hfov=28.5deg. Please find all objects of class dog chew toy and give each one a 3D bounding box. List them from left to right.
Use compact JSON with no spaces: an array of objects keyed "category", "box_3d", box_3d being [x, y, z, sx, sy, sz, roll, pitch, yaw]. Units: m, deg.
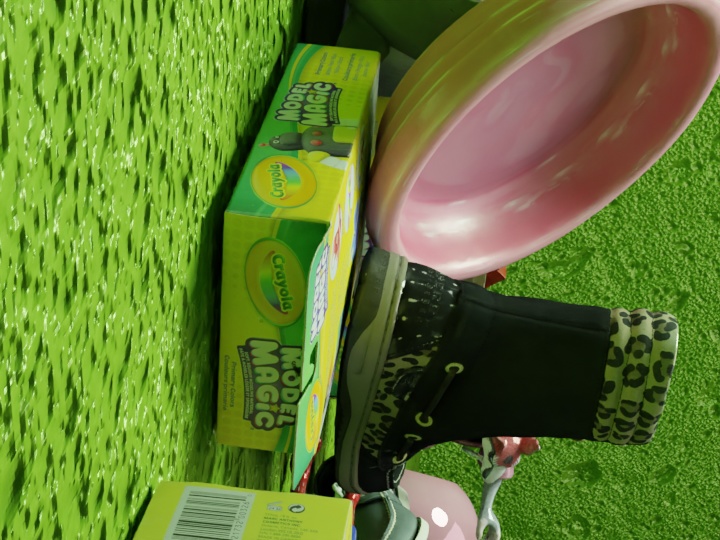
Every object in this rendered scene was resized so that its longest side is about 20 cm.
[{"category":"dog chew toy","box_3d":[0.022,0.261,1.136,0.125,0.124,0.201,70,34,-78]}]

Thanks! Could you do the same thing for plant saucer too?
[{"category":"plant saucer","box_3d":[0.083,-0.076,0.685,0.051,0.200,0.201,56,-14,26]}]

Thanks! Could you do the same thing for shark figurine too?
[{"category":"shark figurine","box_3d":[0.069,-0.127,0.716,0.089,0.213,0.129,171,-66,-74]}]

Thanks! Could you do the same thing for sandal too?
[{"category":"sandal","box_3d":[0.003,-0.183,0.806,0.076,0.043,0.201,87,10,-61]}]

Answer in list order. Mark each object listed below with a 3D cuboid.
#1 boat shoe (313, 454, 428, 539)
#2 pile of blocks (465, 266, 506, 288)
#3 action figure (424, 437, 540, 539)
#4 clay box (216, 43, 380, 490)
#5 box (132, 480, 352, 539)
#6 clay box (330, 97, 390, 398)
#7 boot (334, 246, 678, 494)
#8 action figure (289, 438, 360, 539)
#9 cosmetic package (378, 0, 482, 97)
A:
[{"category":"boat shoe","box_3d":[-0.003,0.166,0.929,0.073,0.062,0.200,-49,-175,3]},{"category":"pile of blocks","box_3d":[0.065,-0.018,0.905,0.200,0.062,0.083,94,2,-84]},{"category":"action figure","box_3d":[0.066,0.089,0.983,0.149,0.134,0.200,-55,-147,-12]},{"category":"clay box","box_3d":[-0.027,-0.009,0.627,0.200,0.047,0.115,-75,171,-59]},{"category":"box","box_3d":[-0.045,0.177,0.509,0.050,0.075,0.201,-76,169,-67]},{"category":"clay box","box_3d":[0.000,0.000,0.863,0.115,0.047,0.201,-3,100,-87]},{"category":"boot","box_3d":[0.066,0.069,0.710,0.204,0.153,0.074,93,8,-58]},{"category":"action figure","box_3d":[-0.026,0.173,0.774,0.052,0.065,0.201,-54,-164,37]},{"category":"cosmetic package","box_3d":[0.045,-0.158,0.863,0.200,0.074,0.102,166,-62,-82]}]
